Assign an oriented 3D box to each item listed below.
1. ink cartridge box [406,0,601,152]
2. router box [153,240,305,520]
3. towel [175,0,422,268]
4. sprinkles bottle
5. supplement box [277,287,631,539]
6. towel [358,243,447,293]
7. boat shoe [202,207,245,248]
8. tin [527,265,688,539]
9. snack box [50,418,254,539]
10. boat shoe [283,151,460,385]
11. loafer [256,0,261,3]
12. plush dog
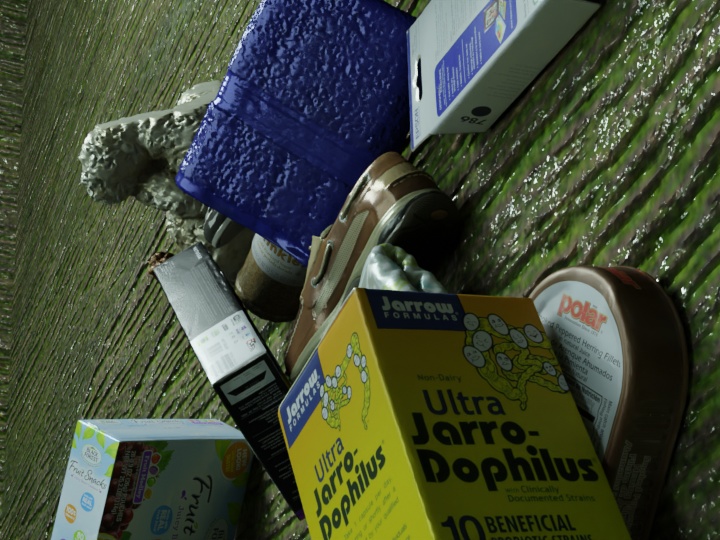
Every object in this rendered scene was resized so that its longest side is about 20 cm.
[{"bbox_3d":[0.085,-0.158,0.960,0.200,0.039,0.100,136,137,-58],"label":"ink cartridge box"},{"bbox_3d":[-0.088,0.082,1.200,0.149,0.051,0.200,62,175,-32],"label":"router box"},{"bbox_3d":[-0.034,-0.114,1.116,0.200,0.148,0.050,-63,-16,16],"label":"towel"},{"bbox_3d":[-0.042,-0.043,1.229,0.200,0.068,0.068,117,153,-44],"label":"sprinkles bottle"},{"bbox_3d":[0.047,0.120,0.742,0.110,0.109,0.200,-58,39,41],"label":"supplement box"},{"bbox_3d":[0.037,0.104,0.949,0.200,0.048,0.171,50,129,50],"label":"towel"},{"bbox_3d":[-0.081,-0.101,1.234,0.200,0.057,0.067,-55,-6,-30],"label":"boat shoe"},{"bbox_3d":[0.108,0.094,0.787,0.112,0.042,0.200,31,113,55],"label":"tin"},{"bbox_3d":[-0.191,0.235,1.372,0.068,0.169,0.200,20,98,40],"label":"snack box"},{"bbox_3d":[0.000,0.000,1.069,0.074,0.076,0.200,58,132,29],"label":"boat shoe"},{"bbox_3d":[-0.053,-0.307,1.350,0.076,0.068,0.200,-106,30,-48],"label":"loafer"},{"bbox_3d":[-0.122,-0.067,1.347,0.160,0.200,0.172,1,112,38],"label":"plush dog"}]
